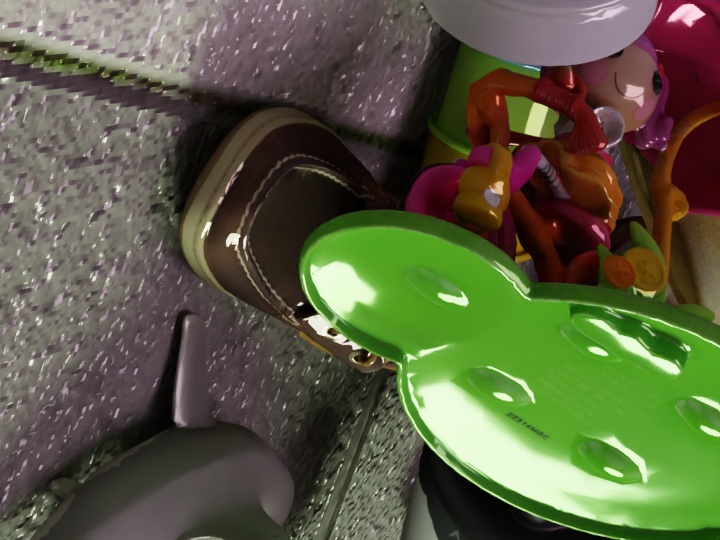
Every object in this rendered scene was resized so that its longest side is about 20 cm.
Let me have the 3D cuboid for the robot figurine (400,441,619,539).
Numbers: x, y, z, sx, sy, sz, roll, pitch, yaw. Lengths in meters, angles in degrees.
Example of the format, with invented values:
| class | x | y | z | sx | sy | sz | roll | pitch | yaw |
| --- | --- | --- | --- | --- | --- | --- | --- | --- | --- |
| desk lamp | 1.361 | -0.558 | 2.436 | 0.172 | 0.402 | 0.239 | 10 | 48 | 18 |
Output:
| class | x | y | z | sx | sy | sz | roll | pitch | yaw |
| --- | --- | --- | --- | --- | --- | --- | --- | --- | --- |
| robot figurine | 0.078 | 0.110 | 0.899 | 0.200 | 0.125 | 0.150 | 101 | 17 | -51 |

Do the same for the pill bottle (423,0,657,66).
| class | x | y | z | sx | sy | sz | roll | pitch | yaw |
| --- | --- | --- | --- | --- | --- | --- | --- | --- | --- |
| pill bottle | 0.066 | -0.170 | 0.682 | 0.113 | 0.113 | 0.200 | -42 | 150 | -36 |

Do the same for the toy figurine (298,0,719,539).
| class | x | y | z | sx | sy | sz | roll | pitch | yaw |
| --- | --- | --- | --- | --- | --- | --- | --- | --- | --- |
| toy figurine | 0.088 | -0.030 | 0.767 | 0.150 | 0.200 | 0.184 | -32 | -149 | 50 |

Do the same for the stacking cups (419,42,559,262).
| class | x | y | z | sx | sy | sz | roll | pitch | yaw |
| --- | --- | --- | --- | --- | --- | --- | --- | --- | --- |
| stacking cups | 0.067 | -0.103 | 0.826 | 0.060 | 0.060 | 0.200 | -21 | 132 | -55 |

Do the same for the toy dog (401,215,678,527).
| class | x | y | z | sx | sy | sz | roll | pitch | yaw |
| --- | --- | --- | --- | --- | --- | --- | --- | --- | --- |
| toy dog | 0.142 | 0.073 | 1.067 | 0.200 | 0.139 | 0.194 | -64 | 160 | 3 |

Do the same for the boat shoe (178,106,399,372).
| class | x | y | z | sx | sy | sz | roll | pitch | yaw |
| --- | --- | --- | --- | --- | --- | --- | --- | --- | --- |
| boat shoe | 0.000 | 0.000 | 0.785 | 0.072 | 0.072 | 0.200 | -58 | 156 | -7 |

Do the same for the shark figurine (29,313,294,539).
| class | x | y | z | sx | sy | sz | roll | pitch | yaw |
| --- | --- | --- | --- | --- | --- | --- | --- | --- | --- |
| shark figurine | -0.071 | 0.106 | 0.750 | 0.214 | 0.089 | 0.128 | -38 | 146 | -45 |

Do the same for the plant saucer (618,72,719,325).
| class | x | y | z | sx | sy | sz | roll | pitch | yaw |
| --- | --- | --- | --- | --- | --- | --- | --- | --- | --- |
| plant saucer | 0.141 | -0.041 | 0.933 | 0.035 | 0.201 | 0.200 | -20 | 151 | 3 |
